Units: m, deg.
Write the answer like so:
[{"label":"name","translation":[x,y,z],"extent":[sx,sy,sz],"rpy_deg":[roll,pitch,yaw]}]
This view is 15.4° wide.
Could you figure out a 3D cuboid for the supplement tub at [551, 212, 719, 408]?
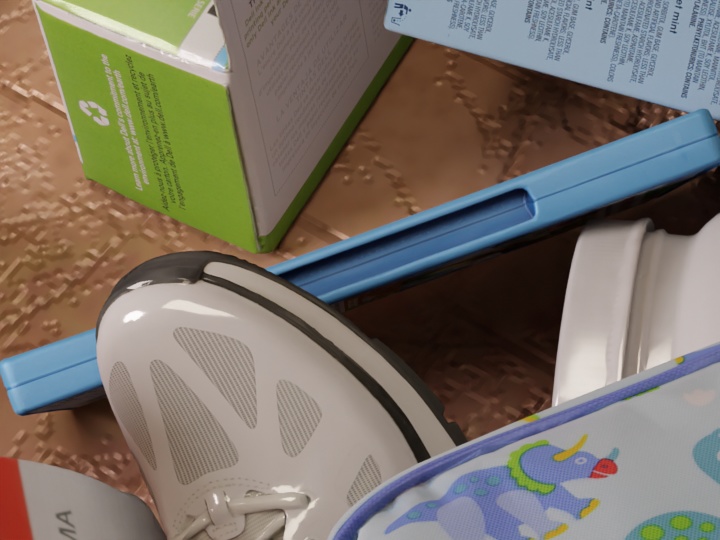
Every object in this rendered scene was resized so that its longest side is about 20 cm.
[{"label":"supplement tub","translation":[0.155,0.054,0.714],"extent":[0.200,0.140,0.141],"rpy_deg":[5,58,10]}]

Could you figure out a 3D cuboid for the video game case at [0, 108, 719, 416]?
[{"label":"video game case","translation":[0.000,0.000,0.768],"extent":[0.200,0.143,0.018],"rpy_deg":[-20,88,-1]}]

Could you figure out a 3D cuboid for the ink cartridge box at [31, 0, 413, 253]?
[{"label":"ink cartridge box","translation":[-0.034,-0.125,0.817],"extent":[0.076,0.200,0.148],"rpy_deg":[22,62,20]}]

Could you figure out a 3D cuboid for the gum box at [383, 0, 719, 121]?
[{"label":"gum box","translation":[0.131,-0.082,0.805],"extent":[0.200,0.045,0.170],"rpy_deg":[18,20,17]}]

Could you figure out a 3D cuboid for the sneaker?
[{"label":"sneaker","translation":[-0.011,0.095,0.648],"extent":[0.076,0.201,0.115],"rpy_deg":[-29,11,32]}]

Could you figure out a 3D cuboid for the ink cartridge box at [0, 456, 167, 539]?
[{"label":"ink cartridge box","translation":[-0.060,0.119,0.664],"extent":[0.050,0.200,0.162],"rpy_deg":[-15,57,-2]}]

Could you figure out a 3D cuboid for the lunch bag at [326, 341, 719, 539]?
[{"label":"lunch bag","translation":[0.101,0.078,0.556],"extent":[0.200,0.083,0.161],"rpy_deg":[-21,37,-16]}]
